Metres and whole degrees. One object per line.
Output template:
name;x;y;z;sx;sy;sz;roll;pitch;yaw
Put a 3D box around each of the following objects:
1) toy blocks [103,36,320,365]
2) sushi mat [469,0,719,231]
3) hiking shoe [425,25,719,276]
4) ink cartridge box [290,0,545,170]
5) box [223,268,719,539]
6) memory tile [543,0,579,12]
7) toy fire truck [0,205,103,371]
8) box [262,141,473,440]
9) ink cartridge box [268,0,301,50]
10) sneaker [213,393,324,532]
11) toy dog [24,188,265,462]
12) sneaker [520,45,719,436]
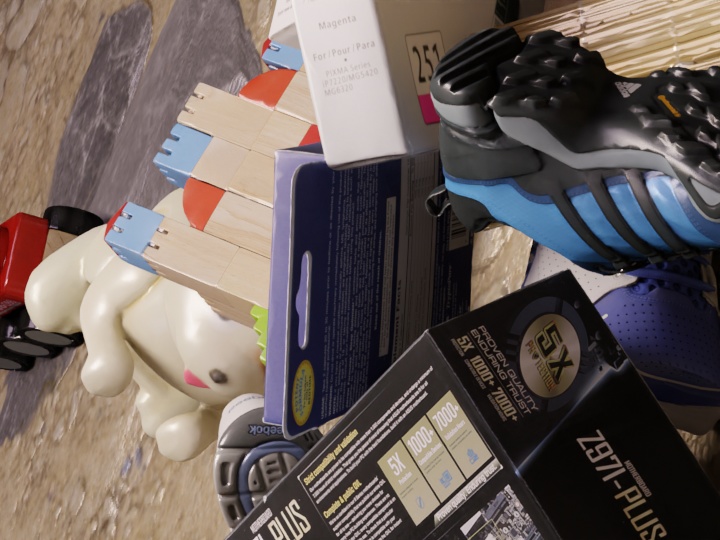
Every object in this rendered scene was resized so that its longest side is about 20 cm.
toy blocks;-0.043;-0.049;1.528;0.137;0.100;0.200;22;74;30
sushi mat;0.132;-0.081;1.213;0.200;0.012;0.096;-15;61;31
hiking shoe;0.123;-0.035;1.169;0.074;0.200;0.087;-49;-30;-41
ink cartridge box;0.025;-0.140;1.300;0.044;0.200;0.174;-11;93;26
box;0.052;0.125;1.191;0.164;0.086;0.200;57;140;14
memory tile;0.140;-0.197;1.330;0.153;0.017;0.200;-29;43;27
toy fire truck;-0.310;0.009;2.115;0.176;0.200;0.129;-23;53;63
box;0.000;0.000;1.306;0.200;0.032;0.121;-17;-68;-65
ink cartridge box;0.052;-0.194;1.450;0.083;0.147;0.200;162;123;-68
sneaker;-0.027;0.149;1.431;0.087;0.074;0.200;-117;17;-72
toy dog;-0.072;0.021;1.653;0.194;0.140;0.200;-39;15;-13
sneaker;0.122;-0.035;1.252;0.200;0.080;0.115;-98;30;-50
